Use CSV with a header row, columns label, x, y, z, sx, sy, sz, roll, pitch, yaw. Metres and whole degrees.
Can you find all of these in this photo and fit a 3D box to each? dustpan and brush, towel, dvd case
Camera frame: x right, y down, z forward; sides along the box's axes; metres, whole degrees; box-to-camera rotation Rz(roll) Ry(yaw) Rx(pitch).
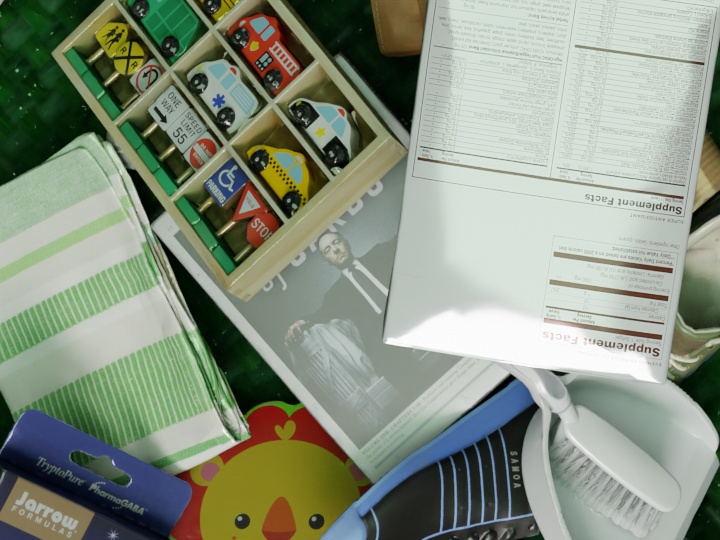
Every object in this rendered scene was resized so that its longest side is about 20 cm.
label,x,y,z,sx,sy,sz,roll,pitch,yaw
dustpan and brush,0.119,0.088,1.420,0.200,0.057,0.140,39,58,-13
towel,-0.165,0.036,1.527,0.152,0.023,0.201,-27,89,29
dvd case,0.000,0.000,1.463,0.150,0.025,0.200,-41,91,9

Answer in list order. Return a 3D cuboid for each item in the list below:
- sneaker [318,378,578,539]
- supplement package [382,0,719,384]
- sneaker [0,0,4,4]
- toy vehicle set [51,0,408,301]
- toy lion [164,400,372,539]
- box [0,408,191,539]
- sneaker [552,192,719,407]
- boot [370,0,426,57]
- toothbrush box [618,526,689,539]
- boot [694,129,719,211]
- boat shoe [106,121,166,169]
label,x,y,z,sx,sy,sz,roll,pitch,yaw
sneaker,0.058,0.135,1.451,0.199,0.070,0.078,-35,76,-21
supplement package,0.100,-0.070,1.330,0.146,0.191,0.202,8,102,3
sneaker,-0.217,-0.237,1.493,0.069,0.090,0.202,18,99,3
toy vehicle set,-0.076,-0.095,1.448,0.124,0.026,0.200,-43,61,8
toy lion,-0.022,0.170,1.504,0.198,0.069,0.193,6,66,13
box,-0.187,0.190,1.472,0.121,0.032,0.201,28,92,-24
sneaker,0.175,0.029,1.485,0.067,0.090,0.200,41,100,-1
boot,0.080,-0.217,1.481,0.154,0.077,0.202,-6,80,30
toothbrush box,0.180,0.246,1.514,0.199,0.085,0.147,36,101,0
boot,0.104,-0.051,1.501,0.201,0.071,0.144,-41,85,7
boat shoe,-0.054,-0.046,1.509,0.199,0.070,0.072,9,92,2
